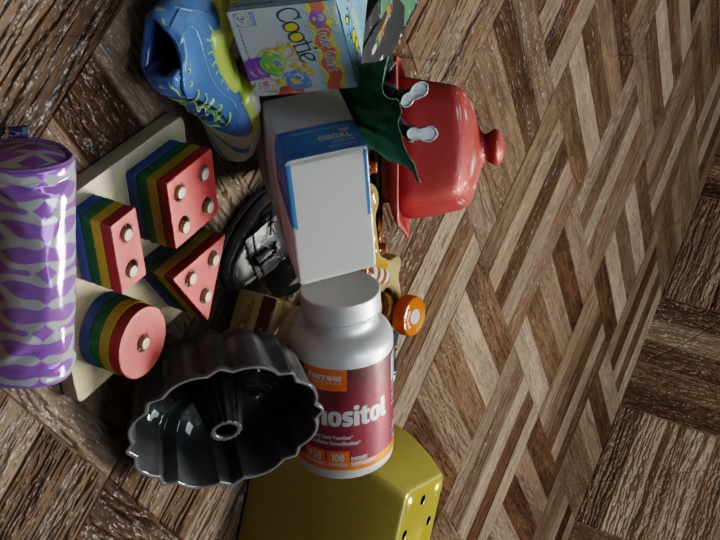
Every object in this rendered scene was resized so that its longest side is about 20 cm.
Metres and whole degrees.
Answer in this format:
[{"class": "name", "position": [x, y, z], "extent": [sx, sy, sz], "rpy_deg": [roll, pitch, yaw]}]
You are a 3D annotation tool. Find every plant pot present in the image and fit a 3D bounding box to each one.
[{"class": "plant pot", "position": [-0.012, 0.286, 1.535], "extent": [0.193, 0.197, 0.199], "rpy_deg": [-8, 111, -62]}]

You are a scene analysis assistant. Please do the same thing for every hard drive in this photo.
[{"class": "hard drive", "position": [0.013, -0.270, 1.338], "extent": [0.140, 0.037, 0.202], "rpy_deg": [88, 27, -64]}]

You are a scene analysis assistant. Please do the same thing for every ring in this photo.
[{"class": "ring", "position": [0.020, -0.105, 1.484], "extent": [0.200, 0.019, 0.204], "rpy_deg": [-2, 90, -83]}]

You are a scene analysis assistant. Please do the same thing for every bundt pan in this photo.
[{"class": "bundt pan", "position": [-0.142, 0.130, 1.226], "extent": [0.203, 0.199, 0.076], "rpy_deg": [69, 1, -52]}]

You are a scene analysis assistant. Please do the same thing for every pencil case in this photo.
[{"class": "pencil case", "position": [-0.268, -0.006, 0.976], "extent": [0.084, 0.084, 0.203], "rpy_deg": [-6, 113, -25]}]

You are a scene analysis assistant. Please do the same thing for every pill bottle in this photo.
[{"class": "pill bottle", "position": [-0.020, 0.108, 1.302], "extent": [0.113, 0.111, 0.203], "rpy_deg": [-38, 134, -50]}]

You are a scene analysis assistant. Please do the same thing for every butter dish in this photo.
[{"class": "butter dish", "position": [0.103, -0.148, 1.501], "extent": [0.199, 0.145, 0.204], "rpy_deg": [36, 53, -83]}]

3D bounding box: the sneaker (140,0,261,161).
[{"class": "sneaker", "position": [-0.155, -0.171, 1.124], "extent": [0.105, 0.075, 0.202], "rpy_deg": [-47, 138, -39]}]

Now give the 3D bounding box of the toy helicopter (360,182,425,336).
[{"class": "toy helicopter", "position": [0.000, 0.000, 1.371], "extent": [0.132, 0.078, 0.203], "rpy_deg": [-30, 123, -44]}]

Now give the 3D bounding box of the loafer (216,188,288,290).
[{"class": "loafer", "position": [-0.086, -0.054, 1.338], "extent": [0.201, 0.062, 0.073], "rpy_deg": [-55, 149, -35]}]

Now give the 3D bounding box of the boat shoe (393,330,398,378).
[{"class": "boat shoe", "position": [-0.003, 0.091, 1.470], "extent": [0.200, 0.070, 0.093], "rpy_deg": [10, 91, -71]}]

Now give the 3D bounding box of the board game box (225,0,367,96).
[{"class": "board game box", "position": [-0.052, -0.274, 1.151], "extent": [0.106, 0.101, 0.202], "rpy_deg": [73, 18, -49]}]

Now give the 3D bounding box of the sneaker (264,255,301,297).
[{"class": "sneaker", "position": [-0.042, -0.021, 1.428], "extent": [0.200, 0.073, 0.086], "rpy_deg": [-49, 140, -42]}]

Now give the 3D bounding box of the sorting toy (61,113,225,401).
[{"class": "sorting toy", "position": [-0.198, -0.007, 1.128], "extent": [0.200, 0.069, 0.201], "rpy_deg": [-46, 144, -45]}]

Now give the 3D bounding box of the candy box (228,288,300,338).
[{"class": "candy box", "position": [-0.089, 0.098, 1.430], "extent": [0.200, 0.055, 0.117], "rpy_deg": [25, 81, -64]}]

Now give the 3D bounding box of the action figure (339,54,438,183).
[{"class": "action figure", "position": [0.013, -0.162, 1.184], "extent": [0.054, 0.200, 0.120], "rpy_deg": [-17, 110, -17]}]

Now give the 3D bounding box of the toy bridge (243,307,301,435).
[{"class": "toy bridge", "position": [-0.078, 0.096, 1.356], "extent": [0.202, 0.027, 0.068], "rpy_deg": [-61, 149, -29]}]

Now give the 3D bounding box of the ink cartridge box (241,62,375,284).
[{"class": "ink cartridge box", "position": [-0.052, -0.111, 1.217], "extent": [0.083, 0.201, 0.146], "rpy_deg": [-13, 131, -9]}]
